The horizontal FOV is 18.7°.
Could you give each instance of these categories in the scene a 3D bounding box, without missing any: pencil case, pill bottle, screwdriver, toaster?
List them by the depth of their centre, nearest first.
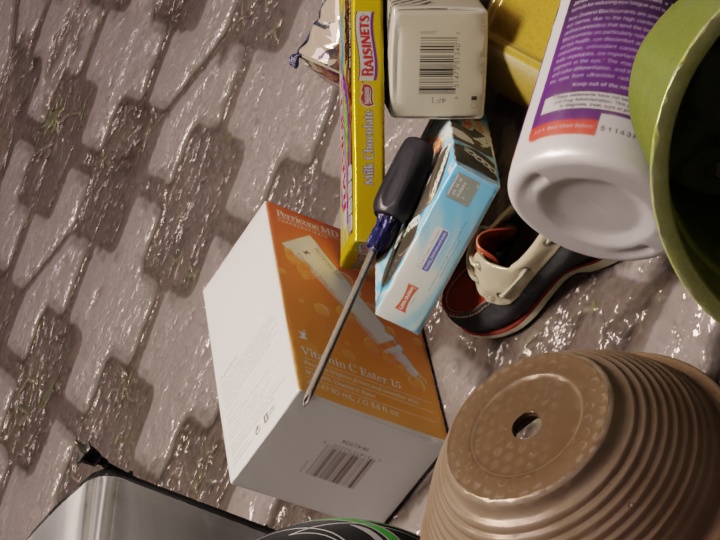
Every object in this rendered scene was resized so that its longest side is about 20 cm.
[{"bbox_3d":[0.163,-0.117,1.303,0.111,0.111,0.201,-28,38,54],"label":"pill bottle"},{"bbox_3d":[0.000,0.000,1.442,0.029,0.028,0.201,7,65,51],"label":"screwdriver"},{"bbox_3d":[-0.168,0.247,1.616,0.181,0.199,0.119,-46,30,39],"label":"toaster"},{"bbox_3d":[0.012,-0.241,1.739,0.089,0.078,0.201,23,94,45],"label":"pencil case"}]

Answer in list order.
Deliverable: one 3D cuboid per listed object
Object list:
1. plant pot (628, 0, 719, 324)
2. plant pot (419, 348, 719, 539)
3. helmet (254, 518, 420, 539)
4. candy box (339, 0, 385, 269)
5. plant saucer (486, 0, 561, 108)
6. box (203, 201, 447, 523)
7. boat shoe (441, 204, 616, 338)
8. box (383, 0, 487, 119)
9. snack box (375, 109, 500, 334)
[{"bbox_3d":[0.218,-0.077,1.124,0.201,0.199,0.190,-65,15,10],"label":"plant pot"},{"bbox_3d":[0.109,0.110,1.189,0.200,0.093,0.202,-22,39,19],"label":"plant pot"},{"bbox_3d":[-0.008,0.240,1.299,0.201,0.199,0.191,-65,30,10],"label":"helmet"},{"bbox_3d":[0.000,-0.108,1.530,0.102,0.026,0.202,110,160,-79],"label":"candy box"},{"bbox_3d":[0.151,-0.200,1.473,0.201,0.048,0.200,-66,26,8],"label":"plant saucer"},{"bbox_3d":[-0.028,0.065,1.551,0.098,0.124,0.201,-53,31,30],"label":"box"},{"bbox_3d":[0.105,-0.014,1.416,0.200,0.062,0.072,-34,45,53],"label":"boat shoe"},{"bbox_3d":[0.042,-0.172,1.573,0.200,0.068,0.083,-112,22,-71],"label":"box"},{"bbox_3d":[0.050,-0.044,1.508,0.117,0.037,0.200,-62,8,16],"label":"snack box"}]
